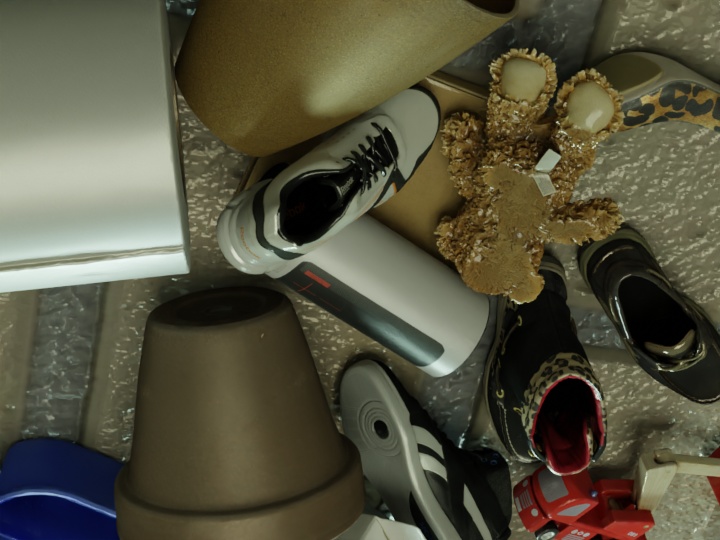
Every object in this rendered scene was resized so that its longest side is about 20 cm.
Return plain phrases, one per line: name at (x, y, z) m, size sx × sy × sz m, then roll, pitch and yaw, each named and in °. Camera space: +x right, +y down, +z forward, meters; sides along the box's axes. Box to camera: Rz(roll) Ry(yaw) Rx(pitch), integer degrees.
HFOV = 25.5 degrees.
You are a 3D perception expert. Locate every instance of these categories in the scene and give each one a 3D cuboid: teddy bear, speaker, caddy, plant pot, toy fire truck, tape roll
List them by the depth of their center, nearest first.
plant pot at (-0.027, -0.174, 1.064) m, size 0.186 × 0.187 × 0.200 m, roll 34°, pitch 120°, yaw -26°
tape roll at (-0.191, -0.091, 1.072) m, size 0.138 × 0.203 × 0.204 m, roll -6°, pitch 123°, yaw -5°
teddy bear at (0.124, -0.074, 1.174) m, size 0.144 × 0.067 × 0.201 m, roll 3°, pitch 126°, yaw 10°
speaker at (0.000, 0.000, 1.205) m, size 0.199 × 0.081 × 0.081 m, roll 33°, pitch 113°, yaw -25°
plant pot at (-0.103, 0.111, 1.242) m, size 0.198 × 0.200 × 0.176 m, roll -7°, pitch 105°, yaw -3°
caddy at (-0.240, 0.233, 1.329) m, size 0.199 × 0.105 × 0.142 m, roll 25°, pitch 117°, yaw -22°
toy fire truck at (0.243, 0.193, 1.384) m, size 0.199 × 0.049 × 0.141 m, roll 22°, pitch 127°, yaw -39°

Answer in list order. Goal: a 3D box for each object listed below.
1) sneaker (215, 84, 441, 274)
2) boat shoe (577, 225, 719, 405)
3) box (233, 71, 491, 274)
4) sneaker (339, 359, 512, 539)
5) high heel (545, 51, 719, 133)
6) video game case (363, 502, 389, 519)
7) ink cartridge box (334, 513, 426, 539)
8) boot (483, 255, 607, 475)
sneaker at (-0.007, -0.065, 1.114) m, size 0.200 × 0.080 × 0.074 m, roll -42°, pitch 105°, yaw -27°
boat shoe at (0.245, 0.052, 1.302) m, size 0.074 × 0.074 × 0.200 m, roll -37°, pitch 120°, yaw 16°
box at (0.022, -0.081, 1.215) m, size 0.199 × 0.021 × 0.164 m, roll 18°, pitch 118°, yaw -19°
sneaker at (0.062, 0.154, 1.351) m, size 0.073 × 0.112 × 0.201 m, roll -19°, pitch 97°, yaw 47°
high heel at (0.239, -0.102, 1.205) m, size 0.199 × 0.072 × 0.143 m, roll -24°, pitch 124°, yaw 4°
video game case at (0.052, 0.324, 1.399) m, size 0.199 × 0.023 × 0.183 m, roll 34°, pitch 128°, yaw 20°
ink cartridge box at (-0.021, 0.260, 1.338) m, size 0.199 × 0.067 × 0.118 m, roll 1°, pitch 134°, yaw 40°
boot at (0.149, 0.108, 1.278) m, size 0.072 × 0.151 × 0.201 m, roll -2°, pitch 124°, yaw -7°
